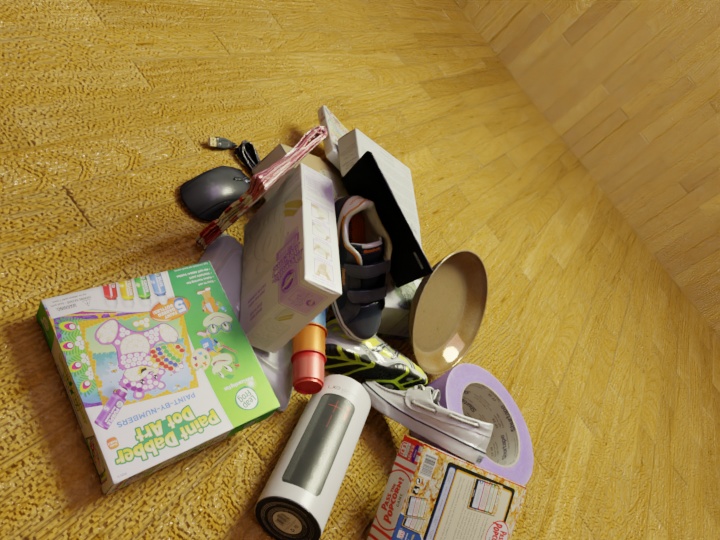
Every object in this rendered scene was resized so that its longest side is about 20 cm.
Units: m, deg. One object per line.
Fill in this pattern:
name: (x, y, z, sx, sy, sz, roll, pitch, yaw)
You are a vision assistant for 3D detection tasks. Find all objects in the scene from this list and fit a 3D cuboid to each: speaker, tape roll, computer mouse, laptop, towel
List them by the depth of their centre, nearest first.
speaker: (-0.050, 0.219, 0.731, 0.081, 0.081, 0.201, 43, 35, -9)
towel: (-0.135, -0.108, 0.803, 0.023, 0.199, 0.144, 48, 49, -10)
laptop: (0.059, -0.080, 0.879, 0.180, 0.102, 0.199, 63, 31, 0)
computer mouse: (-0.203, -0.153, 0.931, 0.199, 0.046, 0.142, -20, 75, -55)
tape roll: (0.175, 0.255, 0.953, 0.198, 0.085, 0.203, 29, 40, -28)

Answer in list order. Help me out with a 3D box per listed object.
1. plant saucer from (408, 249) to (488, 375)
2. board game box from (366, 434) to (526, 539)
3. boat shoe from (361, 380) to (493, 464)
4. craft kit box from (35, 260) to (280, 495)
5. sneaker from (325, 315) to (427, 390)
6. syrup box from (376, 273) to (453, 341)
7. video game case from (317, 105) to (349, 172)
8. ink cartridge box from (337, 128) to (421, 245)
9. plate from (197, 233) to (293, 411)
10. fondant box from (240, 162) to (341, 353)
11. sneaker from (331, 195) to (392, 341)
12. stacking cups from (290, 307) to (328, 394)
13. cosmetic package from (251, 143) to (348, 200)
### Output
plant saucer: (0.133, 0.063, 0.963, 0.035, 0.205, 0.198, 18, 11, 41)
board game box: (0.114, 0.321, 0.784, 0.198, 0.046, 0.154, 30, 76, -28)
boat shoe: (0.091, 0.195, 0.854, 0.197, 0.066, 0.074, 25, -6, 19)
craft kit box: (-0.213, 0.101, 0.657, 0.198, 0.048, 0.200, -17, 74, -43)
sneaker: (0.025, 0.127, 0.909, 0.198, 0.075, 0.077, 30, 39, -30)
syrup box: (0.053, 0.058, 0.998, 0.198, 0.081, 0.080, 12, 45, -41)
video game case: (-0.002, -0.195, 1.126, 0.200, 0.023, 0.184, 41, 22, -33)
ink cartridge box: (0.035, -0.115, 1.017, 0.159, 0.047, 0.204, 27, 48, -45)
plate: (-0.143, 0.056, 0.819, 0.199, 0.032, 0.201, 40, 35, -15)
fondant box: (-0.094, -0.018, 0.787, 0.058, 0.144, 0.203, 24, 41, -33)
sneaker: (0.000, 0.000, 0.825, 0.077, 0.079, 0.204, -16, 100, -34)
stacking cups: (-0.068, 0.064, 0.815, 0.060, 0.060, 0.203, 26, 41, -31)
cosmetic package: (-0.076, -0.129, 1.003, 0.199, 0.071, 0.106, 2, 55, -61)
